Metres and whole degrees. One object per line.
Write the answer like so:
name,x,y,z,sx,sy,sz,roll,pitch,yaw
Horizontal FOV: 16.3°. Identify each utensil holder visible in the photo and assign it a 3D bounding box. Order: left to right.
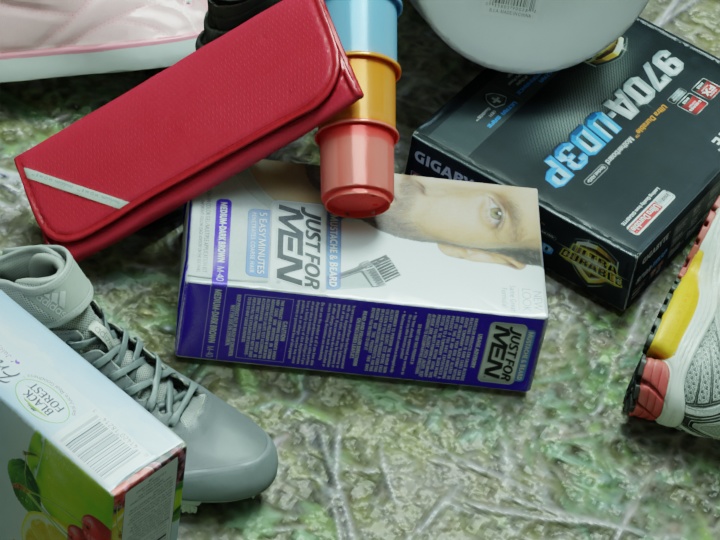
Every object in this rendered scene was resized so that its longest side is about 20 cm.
utensil holder,0.084,-0.227,1.524,0.169,0.171,0.200,-1,24,-12

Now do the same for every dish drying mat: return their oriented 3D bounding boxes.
dish drying mat,-0.097,-0.078,1.378,0.199,0.018,0.077,-29,65,14

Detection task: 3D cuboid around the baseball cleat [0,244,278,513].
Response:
baseball cleat,-0.132,0.052,1.280,0.199,0.107,0.070,18,39,5

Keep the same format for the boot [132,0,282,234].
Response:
boot,-0.089,-0.115,1.443,0.068,0.131,0.200,33,48,23

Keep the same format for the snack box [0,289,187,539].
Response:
snack box,-0.173,0.084,1.212,0.200,0.143,0.053,38,50,25

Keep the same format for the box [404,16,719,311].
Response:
box,0.144,-0.078,1.513,0.158,0.046,0.200,30,46,20

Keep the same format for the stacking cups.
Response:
stacking cups,-0.007,-0.128,1.393,0.060,0.061,0.202,5,69,-7

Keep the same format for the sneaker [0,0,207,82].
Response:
sneaker,-0.156,-0.172,1.498,0.199,0.106,0.075,-7,12,-15

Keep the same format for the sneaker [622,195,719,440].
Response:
sneaker,0.216,0.020,1.416,0.082,0.078,0.201,24,54,8

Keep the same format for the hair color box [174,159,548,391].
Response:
hair color box,0.000,0.000,1.393,0.198,0.065,0.110,7,43,-7
